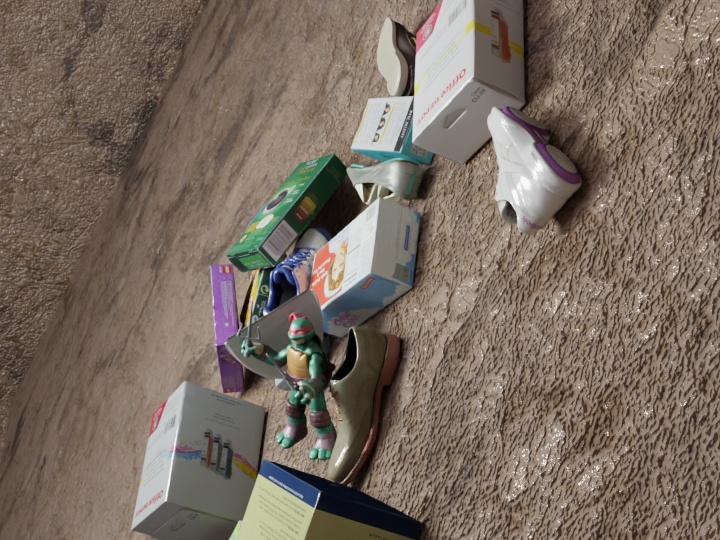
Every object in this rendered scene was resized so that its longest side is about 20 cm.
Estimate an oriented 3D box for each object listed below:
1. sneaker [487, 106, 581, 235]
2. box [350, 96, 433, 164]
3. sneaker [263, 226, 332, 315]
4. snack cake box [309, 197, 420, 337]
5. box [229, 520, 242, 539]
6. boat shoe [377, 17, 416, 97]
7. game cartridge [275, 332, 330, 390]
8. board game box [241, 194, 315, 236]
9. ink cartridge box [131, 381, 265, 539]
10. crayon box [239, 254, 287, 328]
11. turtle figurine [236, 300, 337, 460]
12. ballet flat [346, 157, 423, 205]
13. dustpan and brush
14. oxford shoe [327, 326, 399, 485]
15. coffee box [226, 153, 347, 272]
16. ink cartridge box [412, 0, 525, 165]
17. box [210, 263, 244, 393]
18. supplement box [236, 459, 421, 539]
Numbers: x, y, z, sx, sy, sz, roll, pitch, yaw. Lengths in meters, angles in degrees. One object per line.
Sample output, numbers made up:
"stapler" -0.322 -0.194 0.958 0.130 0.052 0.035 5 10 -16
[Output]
"sneaker" 0.170 -0.114 1.335 0.100 0.074 0.201 -58 24 22
"box" 0.053 -0.199 1.724 0.083 0.049 0.200 -70 21 0
"sneaker" -0.086 0.008 1.749 0.074 0.088 0.202 -7 52 25
"snack cake box" 0.000 0.000 1.650 0.200 0.067 0.116 -38 39 54
"box" -0.190 0.477 1.718 0.201 0.036 0.145 -61 23 18
"boat shoe" 0.066 -0.311 1.782 0.201 0.059 0.073 -103 24 -56
"game cartridge" -0.084 0.074 1.828 0.133 0.040 0.202 -40 35 45
"board game box" -0.114 -0.082 1.961 0.199 0.039 0.159 -21 32 47
"ink cartridge box" -0.247 0.304 1.859 0.145 0.143 0.202 -41 34 48
"crayon box" -0.153 0.041 1.937 0.200 0.050 0.129 -119 44 -77
"turtle figurine" -0.079 0.135 1.547 0.149 0.100 0.202 29 133 57
"ballet flat" 0.026 -0.119 1.699 0.200 0.067 0.065 -177 98 -68
"dustpan and brush" -0.095 0.115 1.658 0.139 0.201 0.057 -31 37 -6
"oxford shoe" -0.015 0.168 1.523 0.071 0.073 0.202 -5 67 63
"coffee box" -0.109 -0.087 1.839 0.201 0.044 0.123 -54 20 -23
"ink cartridge box" 0.136 -0.258 1.534 0.145 0.083 0.202 -44 32 47
"box" -0.214 0.097 1.961 0.201 0.039 0.138 96 168 -63
"supplement box" -0.055 0.345 1.381 0.200 0.133 0.202 4 74 67
